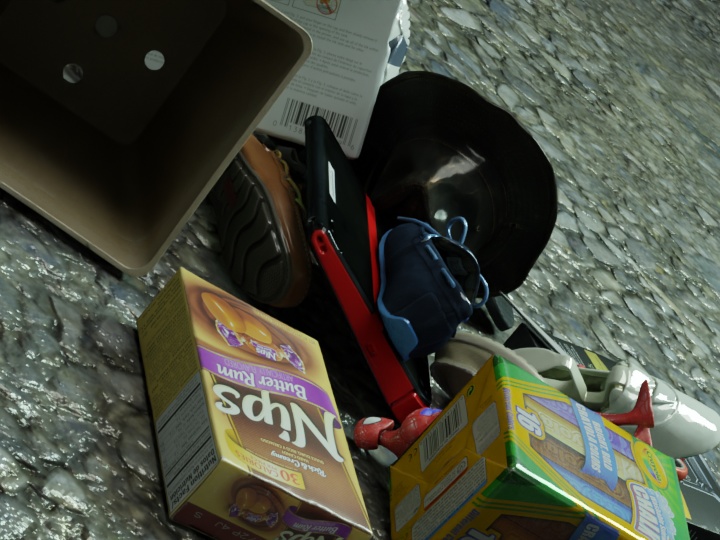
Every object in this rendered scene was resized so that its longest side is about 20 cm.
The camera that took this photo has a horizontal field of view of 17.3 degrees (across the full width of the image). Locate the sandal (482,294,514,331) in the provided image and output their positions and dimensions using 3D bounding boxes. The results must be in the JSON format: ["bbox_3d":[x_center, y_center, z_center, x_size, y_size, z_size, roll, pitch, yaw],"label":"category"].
[{"bbox_3d":[0.063,-0.035,1.909,0.201,0.048,0.075,59,16,-12],"label":"sandal"}]

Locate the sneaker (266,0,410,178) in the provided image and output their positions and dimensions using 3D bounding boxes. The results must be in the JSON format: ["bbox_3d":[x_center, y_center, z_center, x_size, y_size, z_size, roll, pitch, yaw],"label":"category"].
[{"bbox_3d":[-0.030,-0.168,1.863,0.079,0.200,0.130,17,4,26],"label":"sneaker"}]

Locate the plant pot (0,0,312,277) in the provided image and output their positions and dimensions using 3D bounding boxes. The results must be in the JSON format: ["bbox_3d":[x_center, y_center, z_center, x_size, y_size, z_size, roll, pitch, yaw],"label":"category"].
[{"bbox_3d":[-0.171,-0.149,1.597,0.200,0.200,0.177,35,11,-13],"label":"plant pot"}]

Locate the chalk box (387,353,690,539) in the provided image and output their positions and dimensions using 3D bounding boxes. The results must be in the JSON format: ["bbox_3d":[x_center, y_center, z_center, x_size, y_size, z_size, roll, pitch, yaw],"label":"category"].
[{"bbox_3d":[0.132,0.173,1.528,0.200,0.124,0.124,31,28,-20],"label":"chalk box"}]

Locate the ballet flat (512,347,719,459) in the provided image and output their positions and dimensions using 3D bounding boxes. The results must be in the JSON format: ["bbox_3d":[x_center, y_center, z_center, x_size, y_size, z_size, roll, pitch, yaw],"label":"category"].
[{"bbox_3d":[0.165,0.092,1.715,0.199,0.070,0.069,9,18,11],"label":"ballet flat"}]

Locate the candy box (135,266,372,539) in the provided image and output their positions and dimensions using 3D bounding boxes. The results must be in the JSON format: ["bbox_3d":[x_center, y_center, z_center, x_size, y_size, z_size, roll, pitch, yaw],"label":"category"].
[{"bbox_3d":[-0.068,0.094,1.454,0.117,0.056,0.200,29,25,-29],"label":"candy box"}]

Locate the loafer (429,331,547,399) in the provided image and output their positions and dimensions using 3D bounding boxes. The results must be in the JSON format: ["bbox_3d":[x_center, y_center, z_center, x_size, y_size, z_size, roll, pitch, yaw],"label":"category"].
[{"bbox_3d":[0.116,0.127,1.658,0.200,0.068,0.076,46,-23,8],"label":"loafer"}]

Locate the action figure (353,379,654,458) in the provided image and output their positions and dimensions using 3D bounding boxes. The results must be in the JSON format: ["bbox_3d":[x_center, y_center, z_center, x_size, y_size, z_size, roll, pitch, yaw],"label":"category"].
[{"bbox_3d":[0.095,0.104,1.589,0.065,0.199,0.052,83,1,-59],"label":"action figure"}]

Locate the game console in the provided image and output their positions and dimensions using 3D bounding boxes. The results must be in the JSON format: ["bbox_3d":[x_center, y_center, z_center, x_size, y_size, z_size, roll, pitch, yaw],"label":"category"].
[{"bbox_3d":[0.000,0.000,1.692,0.177,0.031,0.200,60,11,-25],"label":"game console"}]

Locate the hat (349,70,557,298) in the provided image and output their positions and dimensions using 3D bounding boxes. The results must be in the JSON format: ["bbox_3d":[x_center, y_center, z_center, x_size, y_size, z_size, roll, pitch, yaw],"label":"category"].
[{"bbox_3d":[0.050,-0.049,1.802,0.201,0.201,0.081,43,48,7],"label":"hat"}]

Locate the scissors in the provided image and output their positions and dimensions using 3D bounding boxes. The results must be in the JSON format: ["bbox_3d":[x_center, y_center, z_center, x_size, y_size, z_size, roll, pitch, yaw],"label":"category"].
[{"bbox_3d":[0.173,0.086,1.790,0.200,0.014,0.073,42,22,7],"label":"scissors"}]

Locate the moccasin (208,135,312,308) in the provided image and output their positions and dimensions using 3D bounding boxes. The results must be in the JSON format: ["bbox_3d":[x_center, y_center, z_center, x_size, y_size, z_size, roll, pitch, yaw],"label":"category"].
[{"bbox_3d":[-0.065,-0.035,1.707,0.078,0.074,0.201,20,18,-25],"label":"moccasin"}]

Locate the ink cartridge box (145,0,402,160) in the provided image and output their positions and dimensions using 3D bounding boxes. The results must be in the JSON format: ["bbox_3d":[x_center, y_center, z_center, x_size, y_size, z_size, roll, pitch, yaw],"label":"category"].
[{"bbox_3d":[-0.073,-0.194,1.776,0.199,0.174,0.044,17,4,-5],"label":"ink cartridge box"}]

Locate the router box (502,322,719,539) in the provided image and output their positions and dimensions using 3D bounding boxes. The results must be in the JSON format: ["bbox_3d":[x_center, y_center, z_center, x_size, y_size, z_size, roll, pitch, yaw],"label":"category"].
[{"bbox_3d":[0.198,0.142,1.811,0.157,0.052,0.200,24,27,-36],"label":"router box"}]

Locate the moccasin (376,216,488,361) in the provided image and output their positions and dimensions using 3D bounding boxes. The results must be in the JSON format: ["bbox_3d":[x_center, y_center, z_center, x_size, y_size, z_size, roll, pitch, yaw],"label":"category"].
[{"bbox_3d":[0.056,0.013,1.668,0.081,0.068,0.200,62,10,-20],"label":"moccasin"}]
